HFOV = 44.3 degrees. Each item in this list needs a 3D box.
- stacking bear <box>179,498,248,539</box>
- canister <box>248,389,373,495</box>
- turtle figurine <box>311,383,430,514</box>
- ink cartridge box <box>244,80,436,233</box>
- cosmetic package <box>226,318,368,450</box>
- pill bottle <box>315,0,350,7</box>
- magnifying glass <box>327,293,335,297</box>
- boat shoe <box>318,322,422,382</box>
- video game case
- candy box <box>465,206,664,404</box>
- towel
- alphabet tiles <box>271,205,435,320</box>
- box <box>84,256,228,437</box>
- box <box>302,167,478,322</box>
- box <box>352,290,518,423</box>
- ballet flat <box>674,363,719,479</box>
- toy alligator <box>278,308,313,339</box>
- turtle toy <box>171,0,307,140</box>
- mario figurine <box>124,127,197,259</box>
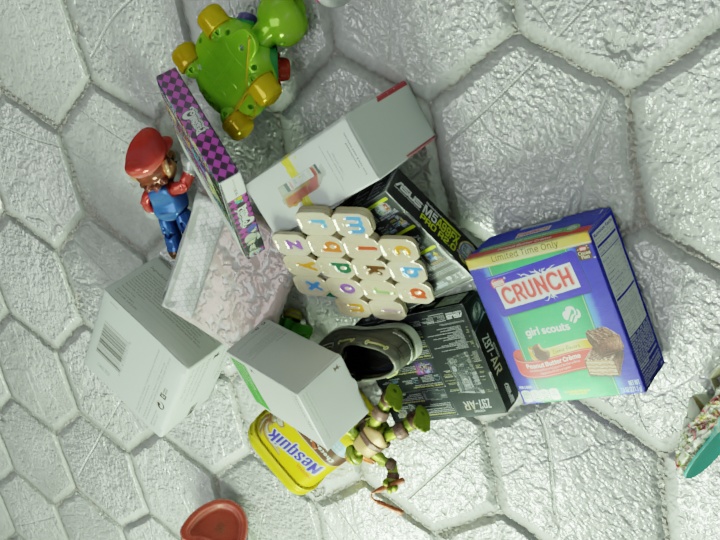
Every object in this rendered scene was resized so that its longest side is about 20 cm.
[{"bbox_3d":[-0.267,0.532,1.678,0.119,0.114,0.202,24,138,14],"label":"stacking bear"},{"bbox_3d":[-0.073,0.247,1.385,0.149,0.086,0.200,48,132,2],"label":"canister"},{"bbox_3d":[0.029,0.240,1.252,0.200,0.064,0.161,48,124,2],"label":"turtle figurine"},{"bbox_3d":[-0.026,-0.136,1.094,0.198,0.145,0.084,-25,101,43],"label":"ink cartridge box"},{"bbox_3d":[-0.089,0.151,1.222,0.199,0.084,0.109,19,141,54],"label":"cosmetic package"},{"bbox_3d":[-0.086,-0.395,1.014,0.198,0.113,0.115,33,130,17],"label":"pill bottle"},{"bbox_3d":[0.000,0.000,1.237,0.197,0.022,0.081,3,116,38],"label":"magnifying glass"},{"bbox_3d":[-0.006,0.118,1.216,0.199,0.060,0.073,-15,106,45],"label":"boat shoe"},{"bbox_3d":[-0.198,-0.140,1.180,0.202,0.035,0.182,57,168,28],"label":"video game case"},{"bbox_3d":[0.240,0.046,1.040,0.167,0.077,0.203,-14,105,41],"label":"candy box"},{"bbox_3d":[-0.192,0.007,1.316,0.188,0.032,0.203,27,108,12],"label":"towel"},{"bbox_3d":[-0.008,-0.007,1.102,0.191,0.015,0.202,3,140,24],"label":"alphabet tiles"},{"bbox_3d":[-0.338,0.128,1.487,0.199,0.130,0.200,40,132,11],"label":"box"},{"bbox_3d":[0.033,-0.025,1.120,0.160,0.045,0.199,42,141,-17],"label":"box"},{"bbox_3d":[0.100,0.124,1.212,0.197,0.043,0.163,-15,105,41],"label":"box"},{"bbox_3d":[0.407,0.149,0.990,0.064,0.074,0.202,59,137,38],"label":"ballet flat"},{"bbox_3d":[-0.141,0.093,1.375,0.197,0.060,0.054,2,157,36],"label":"toy alligator"},{"bbox_3d":[-0.141,-0.274,1.132,0.147,0.101,0.199,52,133,0],"label":"turtle toy"},{"bbox_3d":[-0.286,-0.128,1.360,0.106,0.121,0.203,-127,16,-63],"label":"mario figurine"}]
